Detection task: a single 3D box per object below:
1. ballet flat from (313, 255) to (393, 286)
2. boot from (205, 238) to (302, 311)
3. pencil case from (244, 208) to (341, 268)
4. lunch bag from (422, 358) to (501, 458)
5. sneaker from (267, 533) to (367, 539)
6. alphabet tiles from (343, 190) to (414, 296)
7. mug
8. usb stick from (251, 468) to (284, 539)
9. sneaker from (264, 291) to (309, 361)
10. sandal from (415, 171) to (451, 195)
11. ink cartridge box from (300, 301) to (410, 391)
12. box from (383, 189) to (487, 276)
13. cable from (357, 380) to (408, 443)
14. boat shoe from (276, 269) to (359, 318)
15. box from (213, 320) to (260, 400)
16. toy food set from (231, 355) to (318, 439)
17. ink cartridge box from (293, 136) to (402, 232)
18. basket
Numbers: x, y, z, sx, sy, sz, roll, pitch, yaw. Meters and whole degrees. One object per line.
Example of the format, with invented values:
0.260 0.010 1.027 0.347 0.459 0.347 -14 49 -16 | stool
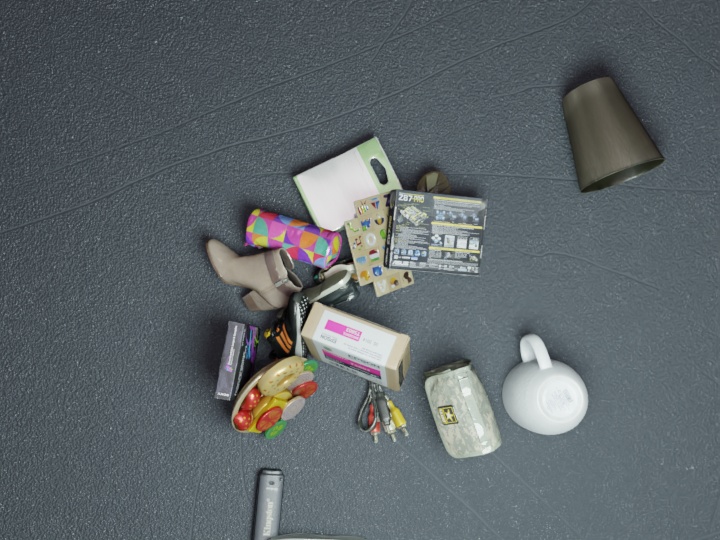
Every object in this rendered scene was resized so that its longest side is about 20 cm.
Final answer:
0.000 0.000 1.434 0.199 0.068 0.068 -16 82 -2 | ballet flat
-0.210 -0.008 1.407 0.146 0.070 0.200 -29 102 31 | boot
-0.139 -0.065 1.417 0.199 0.088 0.089 17 83 16 | pencil case
0.196 0.265 1.334 0.117 0.200 0.165 -18 84 -2 | lunch bag
-0.087 0.575 1.355 0.199 0.071 0.100 7 79 -8 | sneaker
0.049 -0.055 1.414 0.166 0.006 0.201 -20 100 -33 | alphabet tiles
0.359 0.222 1.350 0.147 0.175 0.201 -16 83 -2 | mug
-0.188 0.505 1.390 0.055 0.033 0.201 5 82 -1 | usb stick
-0.150 0.121 1.370 0.089 0.201 0.070 8 43 5 | sneaker
0.161 -0.108 1.458 0.081 0.055 0.201 -18 98 -9 | sandal
-0.005 0.151 1.348 0.199 0.165 0.075 20 70 14 | ink cartridge box
0.153 -0.076 1.406 0.199 0.049 0.162 4 96 -14 | box
0.032 0.256 1.426 0.097 0.050 0.201 -14 71 6 | cable
-0.084 0.068 1.405 0.199 0.075 0.066 -30 112 25 | boat shoe
-0.237 0.176 1.347 0.036 0.200 0.144 9 83 3 | box
-0.163 0.247 1.349 0.049 0.198 0.200 42 93 29 | toy food set
-0.025 -0.175 1.467 0.199 0.048 0.146 -26 84 -3 | ink cartridge box
0.511 -0.287 1.438 0.179 0.136 0.201 -18 79 4 | basket
